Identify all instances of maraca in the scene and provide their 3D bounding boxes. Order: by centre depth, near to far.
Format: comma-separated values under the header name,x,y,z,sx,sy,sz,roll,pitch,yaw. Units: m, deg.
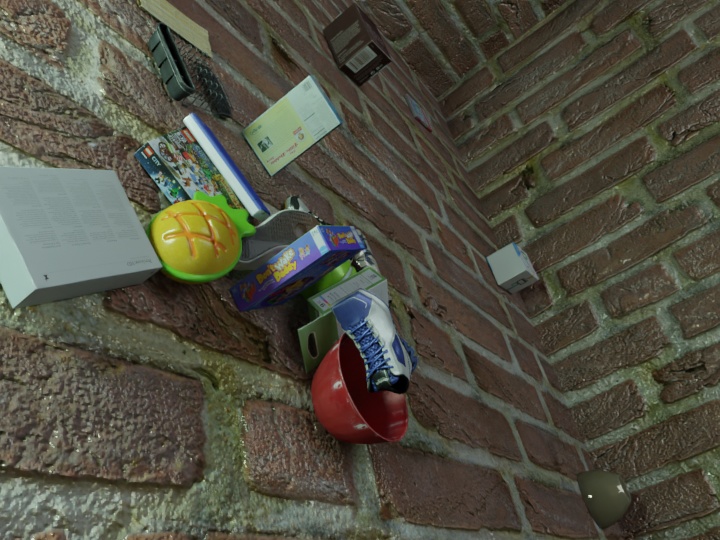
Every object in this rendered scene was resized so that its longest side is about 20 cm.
name,x,y,z,sx,sy,sz,roll,pitch,yaw
maraca,-0.236,-0.054,0.894,0.136,0.107,0.201,35,37,-4

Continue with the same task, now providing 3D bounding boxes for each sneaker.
name,x,y,z,sx,sy,sz,roll,pitch,yaw
sneaker,0.031,0.133,0.995,0.200,0.080,0.116,52,21,-20
sneaker,-0.159,-0.050,1.037,0.198,0.084,0.074,-20,81,-40
sneaker,-0.085,-0.084,1.286,0.202,0.087,0.076,58,25,0

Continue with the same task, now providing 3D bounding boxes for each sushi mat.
name,x,y,z,sx,sy,sz,roll,pitch,yaw
sushi mat,-0.399,-0.541,1.285,0.199,0.012,0.097,25,41,-54

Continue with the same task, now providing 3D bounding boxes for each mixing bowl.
name,x,y,z,sx,sy,sz,roll,pitch,yaw
mixing bowl,-0.016,0.218,1.035,0.200,0.107,0.202,46,25,-29

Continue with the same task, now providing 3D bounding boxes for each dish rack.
name,x,y,z,sx,sy,sz,roll,pitch,yaw
dish rack,-0.327,-0.388,1.197,0.199,0.054,0.156,1,61,-64

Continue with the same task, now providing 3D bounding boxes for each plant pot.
name,x,y,z,sx,sy,sz,roll,pitch,yaw
plant pot,0.900,0.815,2.174,0.200,0.133,0.202,46,26,-29

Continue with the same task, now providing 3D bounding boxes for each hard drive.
name,x,y,z,sx,sy,sz,roll,pitch,yaw
hard drive,-0.238,-0.183,1.087,0.201,0.025,0.132,54,-1,-1

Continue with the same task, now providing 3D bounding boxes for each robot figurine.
name,x,y,z,sx,sy,sz,roll,pitch,yaw
robot figurine,-0.084,-0.006,1.155,0.201,0.115,0.176,52,6,-17

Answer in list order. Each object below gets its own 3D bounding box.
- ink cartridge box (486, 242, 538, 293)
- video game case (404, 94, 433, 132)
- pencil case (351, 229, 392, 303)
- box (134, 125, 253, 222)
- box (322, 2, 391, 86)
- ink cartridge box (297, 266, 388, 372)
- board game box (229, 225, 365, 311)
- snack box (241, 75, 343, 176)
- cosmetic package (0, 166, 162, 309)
name,x,y,z,sx,sy,sz,roll,pitch,yaw
ink cartridge box,0.697,-0.007,2.732,0.199,0.145,0.149,23,42,-55
video game case,0.297,-0.795,3.026,0.199,0.017,0.145,20,45,-57
pencil case,0.000,0.000,1.374,0.077,0.089,0.203,-12,70,-36
box,-0.276,-0.141,1.020,0.201,0.037,0.137,54,23,-13
box,-0.011,-0.856,2.273,0.163,0.164,0.203,17,47,-57
ink cartridge box,-0.040,0.086,1.086,0.059,0.198,0.105,35,-37,40
board game box,-0.104,-0.004,1.004,0.045,0.198,0.134,61,23,10
snack box,-0.147,-0.308,1.282,0.117,0.198,0.037,55,20,-7
cosmetic package,-0.354,-0.047,0.729,0.153,0.051,0.199,60,23,6
